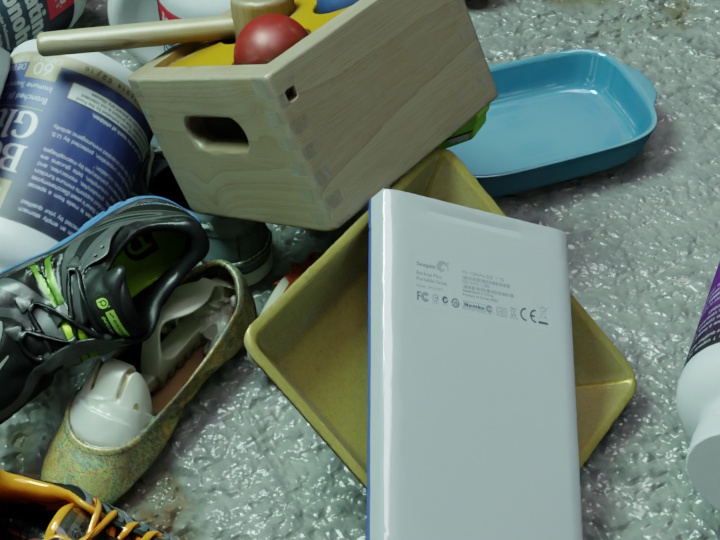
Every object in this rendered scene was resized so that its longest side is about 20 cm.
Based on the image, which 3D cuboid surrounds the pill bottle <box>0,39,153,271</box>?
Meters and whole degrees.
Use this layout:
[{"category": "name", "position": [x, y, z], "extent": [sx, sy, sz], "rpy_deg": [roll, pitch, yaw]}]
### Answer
[{"category": "pill bottle", "position": [-0.215, -0.041, 0.883], "extent": [0.110, 0.111, 0.202], "rpy_deg": [12, 67, 13]}]

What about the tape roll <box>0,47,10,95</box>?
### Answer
[{"category": "tape roll", "position": [-0.305, -0.071, 0.880], "extent": [0.066, 0.200, 0.202], "rpy_deg": [28, 40, -23]}]

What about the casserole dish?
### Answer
[{"category": "casserole dish", "position": [0.129, -0.108, 1.014], "extent": [0.197, 0.039, 0.122], "rpy_deg": [-14, 47, -13]}]

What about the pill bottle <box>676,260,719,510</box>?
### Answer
[{"category": "pill bottle", "position": [0.257, 0.050, 0.803], "extent": [0.111, 0.113, 0.201], "rpy_deg": [17, 49, 17]}]

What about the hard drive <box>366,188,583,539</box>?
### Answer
[{"category": "hard drive", "position": [0.065, 0.063, 0.758], "extent": [0.130, 0.025, 0.203], "rpy_deg": [12, 66, -26]}]

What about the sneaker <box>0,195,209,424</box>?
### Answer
[{"category": "sneaker", "position": [-0.172, 0.022, 0.795], "extent": [0.199, 0.071, 0.082], "rpy_deg": [-40, 27, -25]}]

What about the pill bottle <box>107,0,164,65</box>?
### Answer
[{"category": "pill bottle", "position": [-0.151, -0.269, 1.126], "extent": [0.113, 0.115, 0.202], "rpy_deg": [-4, 45, -2]}]

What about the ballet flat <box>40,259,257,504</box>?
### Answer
[{"category": "ballet flat", "position": [-0.134, 0.065, 0.833], "extent": [0.070, 0.071, 0.200], "rpy_deg": [23, 51, 23]}]

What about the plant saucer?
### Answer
[{"category": "plant saucer", "position": [0.046, 0.060, 0.793], "extent": [0.200, 0.048, 0.200], "rpy_deg": [49, 56, -5]}]

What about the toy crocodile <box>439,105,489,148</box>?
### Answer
[{"category": "toy crocodile", "position": [-0.001, -0.088, 0.943], "extent": [0.198, 0.062, 0.068], "rpy_deg": [-15, 18, 31]}]

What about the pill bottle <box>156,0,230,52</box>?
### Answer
[{"category": "pill bottle", "position": [-0.090, -0.189, 0.985], "extent": [0.118, 0.202, 0.121], "rpy_deg": [-1, 45, 1]}]

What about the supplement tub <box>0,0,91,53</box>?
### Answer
[{"category": "supplement tub", "position": [-0.309, -0.228, 1.072], "extent": [0.139, 0.141, 0.200], "rpy_deg": [25, 52, 24]}]

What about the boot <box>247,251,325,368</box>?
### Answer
[{"category": "boot", "position": [0.000, 0.000, 0.891], "extent": [0.106, 0.076, 0.201], "rpy_deg": [12, 48, 20]}]

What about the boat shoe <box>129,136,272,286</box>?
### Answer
[{"category": "boat shoe", "position": [-0.132, -0.066, 0.963], "extent": [0.072, 0.062, 0.200], "rpy_deg": [-31, 52, -23]}]

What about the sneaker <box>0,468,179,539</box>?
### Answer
[{"category": "sneaker", "position": [-0.142, 0.163, 0.731], "extent": [0.197, 0.078, 0.079], "rpy_deg": [12, 45, 12]}]

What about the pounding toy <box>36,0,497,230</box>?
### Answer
[{"category": "pounding toy", "position": [-0.061, -0.127, 0.839], "extent": [0.184, 0.143, 0.199], "rpy_deg": [-40, 29, -29]}]
